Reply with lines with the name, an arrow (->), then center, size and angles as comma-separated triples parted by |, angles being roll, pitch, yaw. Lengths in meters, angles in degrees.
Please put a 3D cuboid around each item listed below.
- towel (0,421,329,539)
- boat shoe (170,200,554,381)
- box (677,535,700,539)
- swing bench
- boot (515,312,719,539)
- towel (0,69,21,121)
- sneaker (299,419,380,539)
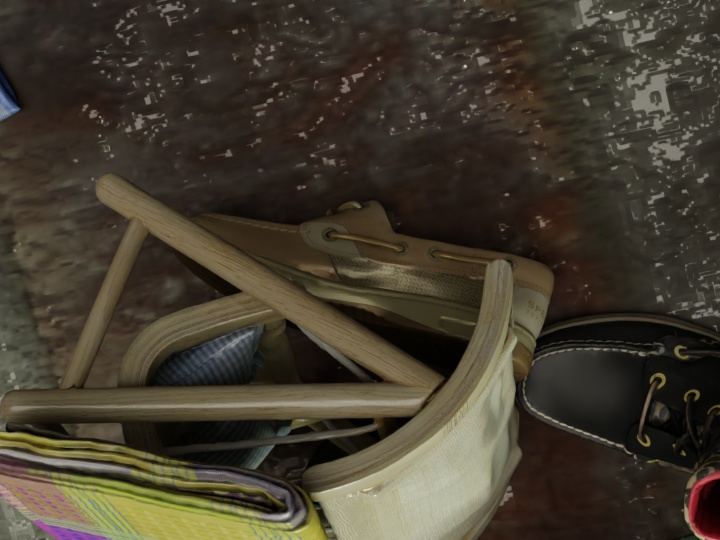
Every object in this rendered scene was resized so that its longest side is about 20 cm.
towel -> -0.075, 0.114, 0.709 | 0.143, 0.200, 0.023 | 8, 68, 12
boat shoe -> 0.000, 0.000, 0.843 | 0.200, 0.071, 0.065 | 17, 72, 11
box -> 0.104, 0.198, 0.830 | 0.200, 0.144, 0.036 | -18, 102, 14
swing bench -> -0.030, 0.070, 0.765 | 0.200, 0.199, 0.130 | 14, 68, 13
boot -> 0.167, 0.082, 0.784 | 0.200, 0.151, 0.073 | 15, 107, 7
towel -> -0.301, -0.109, 0.885 | 0.200, 0.024, 0.147 | -24, 100, 15
sneaker -> -0.026, 0.175, 0.878 | 0.074, 0.089, 0.200 | 26, 106, 4
